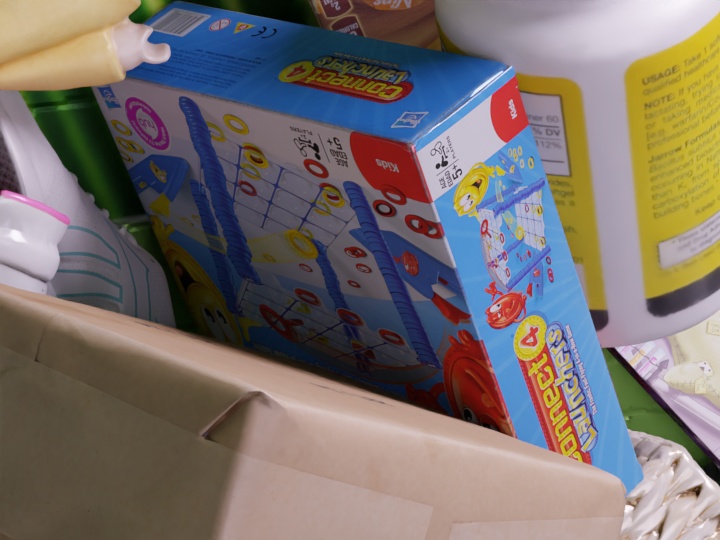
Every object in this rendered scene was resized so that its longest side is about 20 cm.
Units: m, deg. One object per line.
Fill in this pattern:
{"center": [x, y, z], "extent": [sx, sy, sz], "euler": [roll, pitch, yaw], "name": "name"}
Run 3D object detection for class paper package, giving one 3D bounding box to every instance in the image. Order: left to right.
{"center": [-0.042, 0.084, 0.807], "extent": [0.200, 0.190, 0.104], "euler": [16, 91, -47], "name": "paper package"}

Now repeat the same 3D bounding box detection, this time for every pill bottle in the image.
{"center": [0.090, -0.078, 0.877], "extent": [0.114, 0.114, 0.200], "euler": [-24, 132, -13], "name": "pill bottle"}

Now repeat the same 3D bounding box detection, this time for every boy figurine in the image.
{"center": [-0.126, -0.119, 0.855], "extent": [0.200, 0.064, 0.125], "euler": [-27, 115, 3], "name": "boy figurine"}

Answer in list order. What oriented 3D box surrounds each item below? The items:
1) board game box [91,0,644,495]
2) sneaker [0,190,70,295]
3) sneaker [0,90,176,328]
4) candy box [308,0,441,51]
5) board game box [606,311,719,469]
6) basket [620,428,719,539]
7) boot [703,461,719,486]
{"center": [0.000, 0.000, 0.919], "extent": [0.056, 0.200, 0.196], "euler": [-39, 125, -28], "name": "board game box"}
{"center": [-0.208, 0.019, 0.861], "extent": [0.199, 0.081, 0.089], "euler": [-3, 82, 10], "name": "sneaker"}
{"center": [-0.127, 0.000, 0.948], "extent": [0.080, 0.070, 0.201], "euler": [-42, 117, -50], "name": "sneaker"}
{"center": [0.048, -0.098, 0.972], "extent": [0.115, 0.055, 0.200], "euler": [-23, 121, 3], "name": "candy box"}
{"center": [0.198, 0.036, 1.090], "extent": [0.120, 0.032, 0.200], "euler": [-46, 101, -5], "name": "board game box"}
{"center": [0.106, 0.189, 1.032], "extent": [0.198, 0.200, 0.161], "euler": [-40, 93, -3], "name": "basket"}
{"center": [0.275, 0.149, 1.195], "extent": [0.165, 0.066, 0.200], "euler": [-29, 119, -1], "name": "boot"}
